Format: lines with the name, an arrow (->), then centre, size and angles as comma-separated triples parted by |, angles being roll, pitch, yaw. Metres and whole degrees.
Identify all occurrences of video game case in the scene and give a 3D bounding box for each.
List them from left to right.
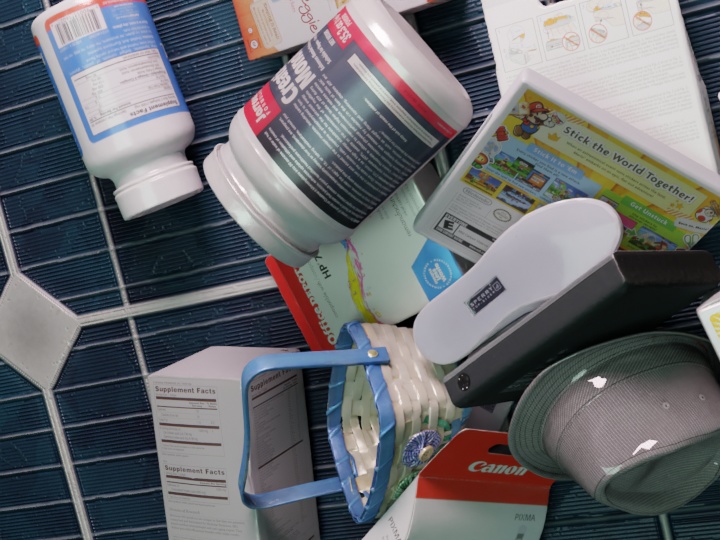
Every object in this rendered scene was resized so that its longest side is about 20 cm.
video game case -> 0.169, -0.050, 0.973 | 0.199, 0.023, 0.182 | 27, 133, -10

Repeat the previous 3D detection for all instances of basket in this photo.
basket -> -0.008, 0.131, 1.042 | 0.198, 0.140, 0.178 | -5, 133, -12

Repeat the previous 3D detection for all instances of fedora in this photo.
fedora -> 0.227, 0.136, 0.967 | 0.091, 0.198, 0.178 | -118, 35, -43

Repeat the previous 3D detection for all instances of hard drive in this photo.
hard drive -> 0.179, 0.049, 0.970 | 0.200, 0.139, 0.033 | -41, 62, 39

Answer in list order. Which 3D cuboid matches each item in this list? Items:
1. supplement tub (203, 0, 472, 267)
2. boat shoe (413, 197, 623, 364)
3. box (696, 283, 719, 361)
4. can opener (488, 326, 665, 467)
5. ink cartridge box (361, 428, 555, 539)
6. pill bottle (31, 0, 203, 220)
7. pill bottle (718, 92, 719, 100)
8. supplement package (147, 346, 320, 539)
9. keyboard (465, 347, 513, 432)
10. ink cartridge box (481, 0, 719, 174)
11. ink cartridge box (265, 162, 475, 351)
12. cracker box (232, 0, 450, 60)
supplement tub -> -0.019, -0.114, 0.992 | 0.200, 0.140, 0.141 | -42, 85, 13
boat shoe -> 0.130, 0.005, 0.976 | 0.199, 0.065, 0.074 | -32, 80, 26
box -> 0.358, 0.089, 0.949 | 0.101, 0.112, 0.202 | -26, 91, 23
can opener -> 0.197, 0.126, 1.051 | 0.199, 0.066, 0.053 | -39, 87, 19
ink cartridge box -> 0.101, 0.221, 1.044 | 0.200, 0.161, 0.050 | -52, 43, 33
pill bottle -> -0.222, -0.155, 1.128 | 0.111, 0.112, 0.202 | -19, 94, 24
pill bottle -> 0.369, -0.171, 0.890 | 0.112, 0.112, 0.200 | 48, 113, 6
supplement package -> -0.119, 0.184, 1.155 | 0.108, 0.114, 0.202 | -1, 100, 27
keyboard -> 0.114, 0.116, 1.110 | 0.056, 0.011, 0.202 | 25, 110, 10
ink cartridge box -> 0.197, -0.155, 0.993 | 0.161, 0.050, 0.202 | -12, 92, 24
ink cartridge box -> 0.000, 0.000, 1.096 | 0.199, 0.067, 0.117 | -29, 90, 24
cracker box -> -0.022, -0.277, 1.051 | 0.198, 0.058, 0.135 | -14, 97, 23
